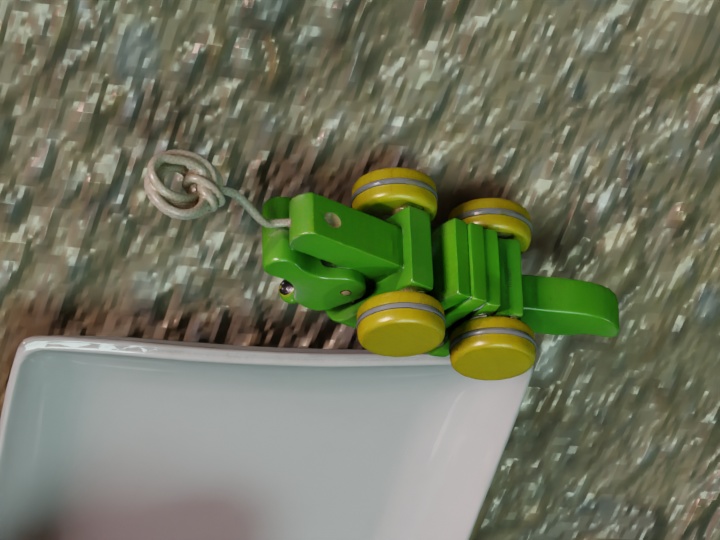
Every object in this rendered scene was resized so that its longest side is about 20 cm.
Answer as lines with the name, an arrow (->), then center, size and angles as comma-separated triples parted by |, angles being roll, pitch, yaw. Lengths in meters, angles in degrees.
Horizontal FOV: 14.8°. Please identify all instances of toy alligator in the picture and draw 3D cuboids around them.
toy alligator -> 0.000, 0.000, 0.956 | 0.199, 0.060, 0.054 | 16, 148, -31

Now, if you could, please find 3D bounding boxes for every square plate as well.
square plate -> -0.054, 0.101, 1.035 | 0.197, 0.028, 0.201 | 2, 126, -24
